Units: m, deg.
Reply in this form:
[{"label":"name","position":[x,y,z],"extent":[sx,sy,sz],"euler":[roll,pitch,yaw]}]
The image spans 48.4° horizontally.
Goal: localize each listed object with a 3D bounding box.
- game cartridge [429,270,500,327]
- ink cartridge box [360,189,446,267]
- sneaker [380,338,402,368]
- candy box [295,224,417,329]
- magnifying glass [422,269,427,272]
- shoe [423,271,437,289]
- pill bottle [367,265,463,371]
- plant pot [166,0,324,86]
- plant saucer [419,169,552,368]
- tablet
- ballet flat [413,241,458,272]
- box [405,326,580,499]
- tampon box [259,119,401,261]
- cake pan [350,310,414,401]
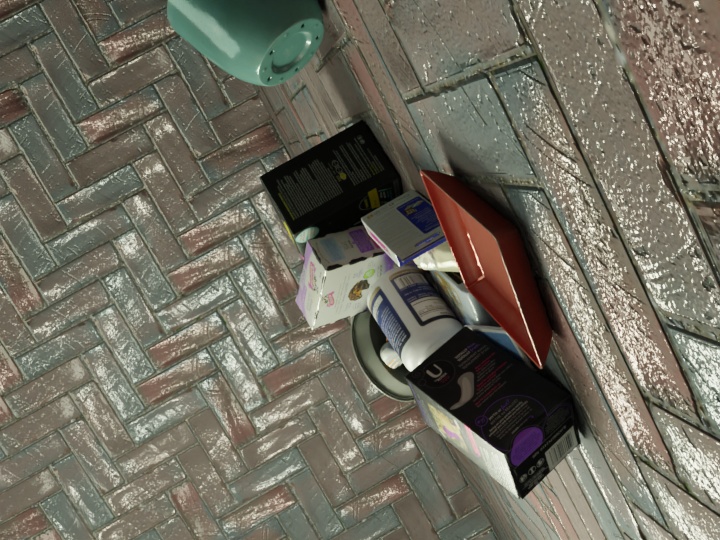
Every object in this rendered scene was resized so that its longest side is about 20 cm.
[{"label":"game cartridge","position":[0.161,0.049,1.225],"extent":[0.133,0.042,0.200],"euler":[67,173,-23]},{"label":"ink cartridge box","position":[0.073,-0.058,1.150],"extent":[0.037,0.095,0.200],"euler":[62,175,-24]},{"label":"sneaker","position":[0.083,0.107,1.406],"extent":[0.077,0.078,0.200],"euler":[49,-148,8]},{"label":"candy box","position":[0.000,0.000,1.361],"extent":[0.072,0.200,0.168],"euler":[57,150,29]},{"label":"magnifying glass","position":[0.120,0.013,1.536],"extent":[0.080,0.022,0.200],"euler":[58,174,36]},{"label":"shoe","position":[0.153,0.071,1.403],"extent":[0.070,0.053,0.200],"euler":[8,-137,-42]},{"label":"pill bottle","position":[0.099,0.095,1.274],"extent":[0.200,0.111,0.111],"euler":[57,174,40]},{"label":"plant pot","position":[-0.149,-0.367,1.162],"extent":[0.161,0.201,0.201],"euler":[46,172,12]},{"label":"plant saucer","position":[0.152,-0.012,0.936],"extent":[0.200,0.037,0.200],"euler":[63,175,-34]},{"label":"tablet","position":[0.224,0.162,1.128],"extent":[0.200,0.014,0.130],"euler":[59,160,-11]},{"label":"ballet flat","position":[0.100,-0.032,1.203],"extent":[0.069,0.069,0.200],"euler":[62,175,-18]},{"label":"box","position":[0.176,0.185,1.074],"extent":[0.200,0.122,0.106],"euler":[35,155,46]},{"label":"tampon box","position":[-0.045,-0.128,1.363],"extent":[0.126,0.200,0.150],"euler":[59,176,19]},{"label":"cake pan","position":[0.068,0.137,1.452],"extent":[0.200,0.037,0.200],"euler":[27,-133,-33]}]
